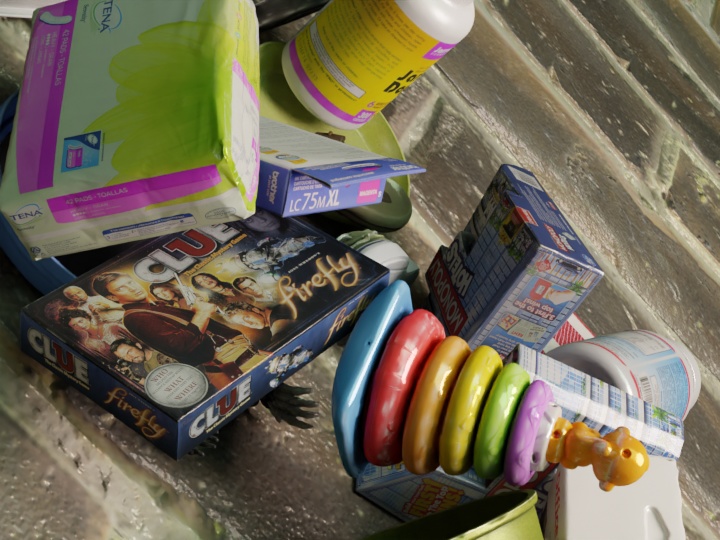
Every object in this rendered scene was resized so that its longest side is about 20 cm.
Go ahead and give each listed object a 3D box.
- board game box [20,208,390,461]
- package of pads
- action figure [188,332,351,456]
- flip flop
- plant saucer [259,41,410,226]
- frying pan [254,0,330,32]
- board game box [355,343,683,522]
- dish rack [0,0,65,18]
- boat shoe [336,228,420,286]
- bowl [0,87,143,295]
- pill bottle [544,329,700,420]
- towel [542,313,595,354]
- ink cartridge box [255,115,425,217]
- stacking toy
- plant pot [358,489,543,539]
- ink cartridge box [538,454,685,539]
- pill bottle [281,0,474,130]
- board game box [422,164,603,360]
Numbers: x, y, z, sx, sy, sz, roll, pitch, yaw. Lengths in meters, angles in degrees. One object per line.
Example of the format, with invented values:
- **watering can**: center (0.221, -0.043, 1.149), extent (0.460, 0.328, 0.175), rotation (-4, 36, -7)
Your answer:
- **board game box**: center (-0.094, 0.024, 0.810), extent (0.135, 0.035, 0.200), rotation (29, 42, 25)
- **package of pads**: center (-0.142, -0.109, 0.832), extent (0.068, 0.154, 0.200), rotation (69, 12, -49)
- **action figure**: center (-0.059, 0.055, 0.898), extent (0.102, 0.119, 0.200), rotation (28, 36, 17)
- **flip flop**: center (-0.021, -0.084, 1.067), extent (0.200, 0.058, 0.081), rotation (18, 46, -41)
- **plant saucer**: center (-0.037, -0.119, 1.162), extent (0.200, 0.031, 0.200), rotation (32, 39, -30)
- **frying pan**: center (-0.084, -0.233, 1.141), extent (0.190, 0.115, 0.031), rotation (-35, 106, -56)
- **board game box**: center (0.108, 0.153, 0.977), extent (0.199, 0.200, 0.062), rotation (23, 40, -16)
- **dish rack**: center (-0.280, -0.277, 0.997), extent (0.200, 0.044, 0.172), rotation (-12, 68, -56)
- **boat shoe**: center (0.000, 0.000, 1.036), extent (0.062, 0.072, 0.200), rotation (38, 3, 8)
- **bowl**: center (-0.180, -0.046, 0.907), extent (0.200, 0.039, 0.201), rotation (32, 38, -29)
- **pill bottle**: center (0.240, 0.112, 1.177), extent (0.200, 0.109, 0.109), rotation (-4, 63, -55)
- **towel**: center (0.209, 0.110, 1.262), extent (0.144, 0.023, 0.200), rotation (48, 33, -9)
- **ink cartridge box**: center (-0.068, -0.078, 0.897), extent (0.200, 0.042, 0.119), rotation (19, 18, 31)
- **stacking toy**: center (0.088, 0.096, 0.824), extent (0.199, 0.110, 0.116), rotation (16, 62, 17)
- **plant pot**: center (0.047, 0.261, 0.787), extent (0.200, 0.200, 0.193), rotation (-12, 80, -55)
- **ink cartridge box**: center (0.162, 0.242, 0.906), extent (0.084, 0.200, 0.145), rotation (10, 41, 0)
- **pill bottle**: center (0.029, -0.219, 1.123), extent (0.104, 0.200, 0.104), rotation (31, 39, -29)
- **board game box**: center (0.098, 0.030, 1.061), extent (0.062, 0.200, 0.200), rotation (22, 20, -19)
